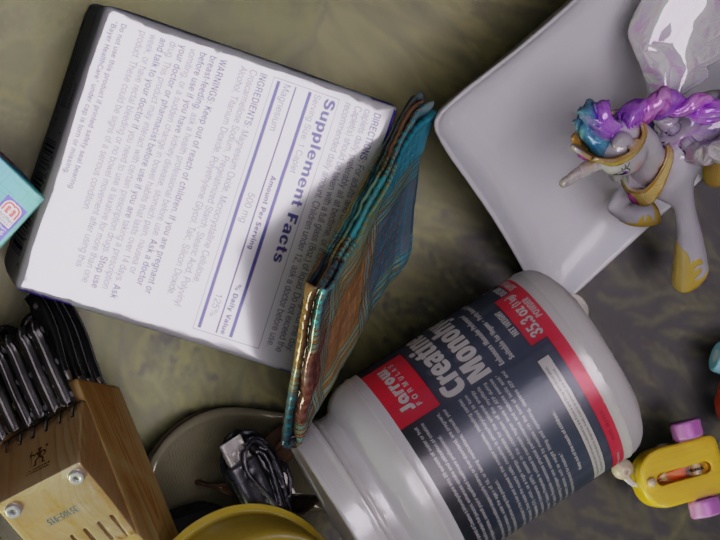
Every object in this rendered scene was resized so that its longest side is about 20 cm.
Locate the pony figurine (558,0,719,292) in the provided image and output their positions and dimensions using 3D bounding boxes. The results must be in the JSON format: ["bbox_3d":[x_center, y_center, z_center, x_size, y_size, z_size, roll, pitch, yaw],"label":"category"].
[{"bbox_3d":[0.226,-0.092,1.382,0.193,0.167,0.200,-43,147,5],"label":"pony figurine"}]

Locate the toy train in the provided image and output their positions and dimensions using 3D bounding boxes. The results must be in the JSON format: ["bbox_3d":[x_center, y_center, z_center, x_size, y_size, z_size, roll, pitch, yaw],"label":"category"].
[{"bbox_3d":[0.207,0.091,1.495,0.199,0.056,0.151,14,82,-12],"label":"toy train"}]

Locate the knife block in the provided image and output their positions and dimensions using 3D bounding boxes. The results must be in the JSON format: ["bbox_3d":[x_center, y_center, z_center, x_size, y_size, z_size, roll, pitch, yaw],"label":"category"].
[{"bbox_3d":[-0.177,0.113,1.361,0.064,0.176,0.200,-26,122,13],"label":"knife block"}]

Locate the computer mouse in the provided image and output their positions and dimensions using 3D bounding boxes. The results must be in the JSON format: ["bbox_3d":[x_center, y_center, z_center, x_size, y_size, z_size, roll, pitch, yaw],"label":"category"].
[{"bbox_3d":[-0.127,0.197,1.393,0.199,0.053,0.139,-21,110,10],"label":"computer mouse"}]

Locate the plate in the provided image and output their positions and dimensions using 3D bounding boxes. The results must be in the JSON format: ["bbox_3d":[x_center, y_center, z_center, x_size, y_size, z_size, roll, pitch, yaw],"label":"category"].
[{"bbox_3d":[0.155,-0.102,1.431,0.199,0.032,0.200,-42,130,-7],"label":"plate"}]

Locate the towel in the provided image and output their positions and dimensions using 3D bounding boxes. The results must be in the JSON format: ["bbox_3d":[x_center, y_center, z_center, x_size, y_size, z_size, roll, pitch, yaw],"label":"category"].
[{"bbox_3d":[0.000,0.000,1.341,0.022,0.200,0.147,18,133,10],"label":"towel"}]

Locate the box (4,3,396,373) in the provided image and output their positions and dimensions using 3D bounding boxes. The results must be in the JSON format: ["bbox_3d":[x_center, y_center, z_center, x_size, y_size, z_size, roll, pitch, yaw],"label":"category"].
[{"bbox_3d":[-0.105,-0.053,1.366,0.199,0.105,0.185,18,93,-15],"label":"box"}]

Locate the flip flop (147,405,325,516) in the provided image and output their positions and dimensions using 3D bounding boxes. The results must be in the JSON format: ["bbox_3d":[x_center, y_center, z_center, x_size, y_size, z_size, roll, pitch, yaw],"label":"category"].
[{"bbox_3d":[-0.048,0.137,1.432,0.199,0.058,0.082,4,97,-15],"label":"flip flop"}]

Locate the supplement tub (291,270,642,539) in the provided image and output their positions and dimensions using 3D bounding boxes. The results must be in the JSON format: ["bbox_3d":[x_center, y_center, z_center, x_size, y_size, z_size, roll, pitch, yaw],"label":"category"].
[{"bbox_3d":[0.067,0.105,1.369,0.199,0.140,0.141,-32,104,-8],"label":"supplement tub"}]

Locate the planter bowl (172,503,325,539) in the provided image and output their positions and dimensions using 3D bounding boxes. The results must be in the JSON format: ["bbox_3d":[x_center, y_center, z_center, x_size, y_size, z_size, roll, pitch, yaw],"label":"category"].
[{"bbox_3d":[-0.049,0.249,1.319,0.200,0.083,0.202,0,91,-42],"label":"planter bowl"}]

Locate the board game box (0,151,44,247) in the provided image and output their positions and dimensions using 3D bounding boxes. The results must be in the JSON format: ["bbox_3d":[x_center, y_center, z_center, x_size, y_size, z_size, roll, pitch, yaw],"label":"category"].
[{"bbox_3d":[-0.284,-0.103,1.289,0.200,0.152,0.045,44,86,-16],"label":"board game box"}]
